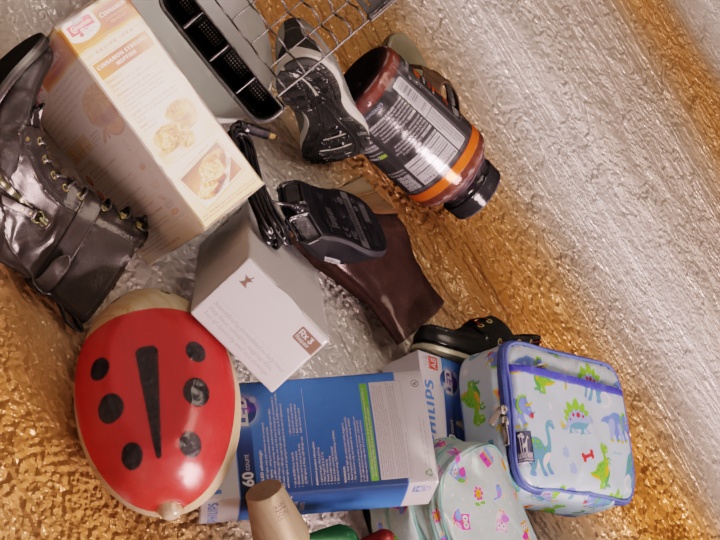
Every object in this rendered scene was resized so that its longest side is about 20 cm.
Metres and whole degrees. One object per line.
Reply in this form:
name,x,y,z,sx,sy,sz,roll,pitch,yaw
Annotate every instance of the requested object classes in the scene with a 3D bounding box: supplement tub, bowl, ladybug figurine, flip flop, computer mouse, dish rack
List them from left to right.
ladybug figurine,-0.164,0.099,1.096,0.134,0.072,0.202,-12,64,-8
bowl,-0.185,-0.210,1.287,0.200,0.090,0.203,26,50,-34
dish rack,-0.064,-0.252,1.238,0.154,0.200,0.055,50,3,-10
computer mouse,-0.060,-0.066,1.259,0.199,0.046,0.141,5,53,-58
supplement tub,0.062,-0.144,1.496,0.200,0.107,0.108,40,43,-23
flip flop,0.088,-0.188,1.586,0.081,0.057,0.202,-20,82,-50

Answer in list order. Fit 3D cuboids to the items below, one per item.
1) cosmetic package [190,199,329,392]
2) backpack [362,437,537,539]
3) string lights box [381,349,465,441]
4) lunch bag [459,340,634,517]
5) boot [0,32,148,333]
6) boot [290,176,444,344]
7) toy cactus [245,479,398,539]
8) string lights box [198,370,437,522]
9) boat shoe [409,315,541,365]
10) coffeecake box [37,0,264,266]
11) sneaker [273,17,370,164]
cosmetic package,-0.088,0.017,1.192,0.102,0.074,0.200,46,9,-14
backpack,0.087,0.253,1.257,0.166,0.126,0.202,-23,93,-55
string lights box,0.113,0.159,1.402,0.199,0.059,0.104,20,57,-38
lunch bag,0.188,0.157,1.373,0.199,0.082,0.163,18,60,-40
boot,-0.247,-0.070,1.115,0.173,0.069,0.201,28,88,-29
boot,0.000,0.000,1.368,0.167,0.072,0.200,57,36,0
toy cactus,-0.051,0.248,1.091,0.199,0.102,0.166,-27,113,-19
string lights box,-0.041,0.149,1.163,0.198,0.059,0.104,-3,62,-9
boat shoe,0.122,0.079,1.440,0.200,0.073,0.064,16,78,-47
coffeecake box,-0.192,-0.117,1.164,0.073,0.153,0.201,-40,98,-27
sneaker,-0.038,-0.176,1.376,0.201,0.073,0.080,68,10,-59
